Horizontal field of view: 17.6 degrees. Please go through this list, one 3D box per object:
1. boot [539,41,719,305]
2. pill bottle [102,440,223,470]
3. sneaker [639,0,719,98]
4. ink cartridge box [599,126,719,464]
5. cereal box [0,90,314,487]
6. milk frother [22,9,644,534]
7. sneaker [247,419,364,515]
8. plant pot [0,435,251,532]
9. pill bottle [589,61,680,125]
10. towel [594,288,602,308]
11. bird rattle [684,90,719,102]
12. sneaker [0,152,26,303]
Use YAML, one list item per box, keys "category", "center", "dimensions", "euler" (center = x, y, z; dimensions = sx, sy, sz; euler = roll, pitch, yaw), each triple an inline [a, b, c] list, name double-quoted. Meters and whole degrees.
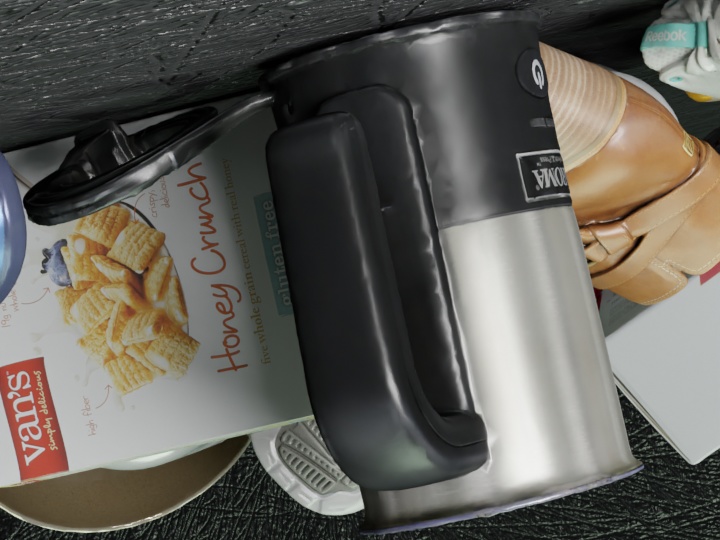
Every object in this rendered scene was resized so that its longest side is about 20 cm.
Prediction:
- category: "boot"
  center: [0.073, -0.023, 1.081]
  dimensions: [0.154, 0.074, 0.200]
  euler: [27, 146, -29]
- category: "pill bottle"
  center: [-0.108, 0.038, 1.143]
  dimensions: [0.113, 0.114, 0.200]
  euler: [-13, 178, 6]
- category: "sneaker"
  center: [0.161, -0.095, 0.960]
  dimensions: [0.088, 0.076, 0.200]
  euler: [3, 179, 2]
- category: "ink cartridge box"
  center: [0.206, -0.009, 1.213]
  dimensions: [0.146, 0.083, 0.200]
  euler: [-38, -169, 22]
- category: "cereal box"
  center: [-0.078, 0.005, 1.018]
  dimensions: [0.199, 0.145, 0.040]
  euler: [-14, 175, 7]
- category: "milk frother"
  center: [-0.014, 0.012, 0.932]
  dimensions: [0.199, 0.189, 0.180]
  euler: [-15, 176, 42]
- category: "sneaker"
  center: [-0.059, 0.050, 1.291]
  dimensions: [0.078, 0.200, 0.099]
  euler: [-39, 179, 7]
- category: "plant pot"
  center: [-0.166, 0.037, 1.414]
  dimensions: [0.199, 0.201, 0.135]
  euler: [-13, -147, -17]
- category: "pill bottle"
  center: [0.099, -0.049, 1.217]
  dimensions: [0.112, 0.113, 0.200]
  euler: [-13, 179, -11]
- category: "towel"
  center: [0.084, -0.007, 1.344]
  dimensions: [0.144, 0.201, 0.023]
  euler: [12, 146, 27]
- category: "bird rattle"
  center: [0.240, -0.111, 1.144]
  dimensions: [0.162, 0.113, 0.200]
  euler: [-1, -164, 19]
- category: "sneaker"
  center: [-0.215, -0.003, 0.933]
  dimensions: [0.199, 0.074, 0.082]
  euler: [-15, 176, 38]
